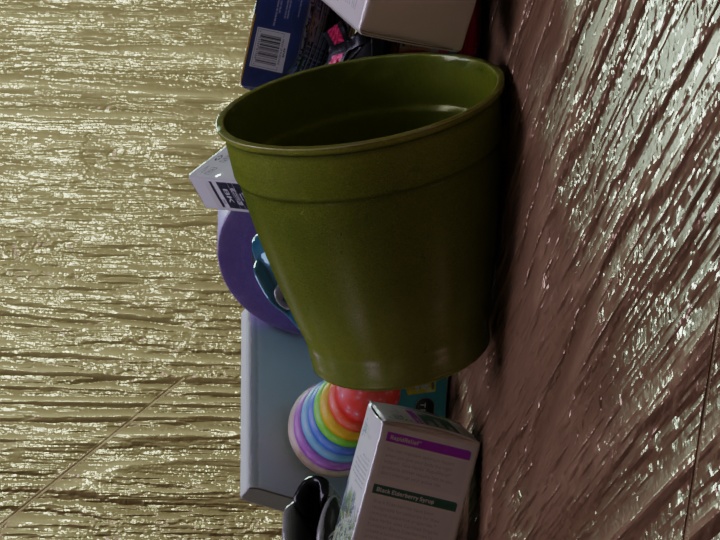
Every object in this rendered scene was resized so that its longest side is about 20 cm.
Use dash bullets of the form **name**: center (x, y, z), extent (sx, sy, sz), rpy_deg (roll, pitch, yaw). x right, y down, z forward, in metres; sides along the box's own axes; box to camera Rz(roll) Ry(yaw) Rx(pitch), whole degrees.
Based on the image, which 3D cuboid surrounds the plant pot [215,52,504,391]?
- **plant pot**: center (0.014, -0.028, 1.509), extent (0.201, 0.199, 0.195), rpy_deg (-98, -1, -70)

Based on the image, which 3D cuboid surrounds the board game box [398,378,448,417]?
- **board game box**: center (0.044, 0.120, 1.908), extent (0.151, 0.046, 0.202), rpy_deg (-98, 9, -64)

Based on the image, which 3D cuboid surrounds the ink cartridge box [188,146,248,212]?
- **ink cartridge box**: center (-0.053, -0.087, 1.788), extent (0.199, 0.099, 0.039), rpy_deg (8, 132, 58)

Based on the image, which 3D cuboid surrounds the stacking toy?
- **stacking toy**: center (-0.006, 0.118, 1.825), extent (0.200, 0.085, 0.086), rpy_deg (129, 143, -73)

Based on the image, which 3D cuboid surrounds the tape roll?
- **tape roll**: center (-0.030, -0.042, 1.962), extent (0.085, 0.198, 0.201), rpy_deg (-94, 7, -49)

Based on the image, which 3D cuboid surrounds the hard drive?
- **hard drive**: center (-0.047, 0.132, 1.969), extent (0.026, 0.131, 0.201), rpy_deg (-48, 33, 42)

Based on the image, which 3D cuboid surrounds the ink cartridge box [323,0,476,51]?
- **ink cartridge box**: center (0.021, -0.257, 1.538), extent (0.200, 0.082, 0.148), rpy_deg (-130, 52, -60)

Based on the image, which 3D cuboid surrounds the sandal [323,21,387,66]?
- **sandal**: center (-0.011, -0.155, 1.672), extent (0.200, 0.045, 0.076), rpy_deg (144, 131, -78)

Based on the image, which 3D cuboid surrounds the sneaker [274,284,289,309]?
- **sneaker**: center (-0.006, -0.050, 1.653), extent (0.114, 0.075, 0.202), rpy_deg (17, 89, 47)

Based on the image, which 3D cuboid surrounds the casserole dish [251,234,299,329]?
- **casserole dish**: center (0.000, 0.000, 1.775), extent (0.039, 0.199, 0.122), rpy_deg (-51, 58, 34)

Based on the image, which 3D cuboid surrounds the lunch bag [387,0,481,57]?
- **lunch bag**: center (0.050, -0.234, 1.683), extent (0.176, 0.081, 0.202), rpy_deg (105, 167, -73)

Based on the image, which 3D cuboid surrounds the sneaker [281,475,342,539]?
- **sneaker**: center (0.000, 0.194, 1.727), extent (0.116, 0.075, 0.200), rpy_deg (61, -142, -22)

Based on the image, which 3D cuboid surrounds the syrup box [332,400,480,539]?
- **syrup box**: center (0.023, 0.206, 1.623), extent (0.079, 0.081, 0.202), rpy_deg (-142, 67, -79)

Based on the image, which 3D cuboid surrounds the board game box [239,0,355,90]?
- **board game box**: center (-0.028, -0.234, 1.786), extent (0.200, 0.061, 0.202), rpy_deg (1, -79, -77)
